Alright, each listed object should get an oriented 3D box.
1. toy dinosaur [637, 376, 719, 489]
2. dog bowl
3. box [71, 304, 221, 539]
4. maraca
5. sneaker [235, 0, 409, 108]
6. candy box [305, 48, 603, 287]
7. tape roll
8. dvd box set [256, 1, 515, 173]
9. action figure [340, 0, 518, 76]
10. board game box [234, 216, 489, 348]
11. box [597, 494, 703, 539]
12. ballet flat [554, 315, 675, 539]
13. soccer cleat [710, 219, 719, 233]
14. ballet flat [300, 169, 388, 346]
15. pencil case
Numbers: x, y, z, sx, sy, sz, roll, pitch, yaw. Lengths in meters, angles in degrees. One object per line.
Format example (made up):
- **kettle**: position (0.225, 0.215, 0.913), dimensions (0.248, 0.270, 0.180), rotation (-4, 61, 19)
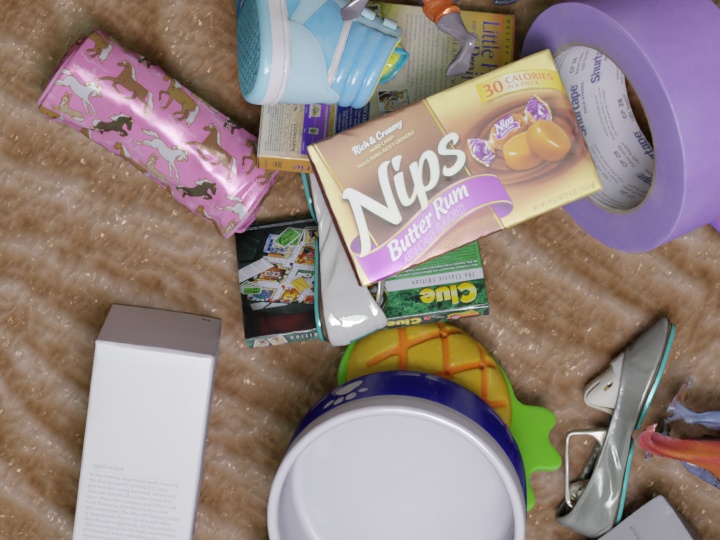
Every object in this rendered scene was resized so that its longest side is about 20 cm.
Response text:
- **toy dinosaur**: position (0.325, 0.178, 1.528), dimensions (0.181, 0.200, 0.105), rotation (33, 119, 17)
- **dog bowl**: position (0.031, 0.183, 1.442), dimensions (0.199, 0.079, 0.201), rotation (2, 110, 7)
- **box**: position (-0.175, 0.143, 1.513), dimensions (0.097, 0.124, 0.201), rotation (8, 102, -3)
- **maraca**: position (0.073, 0.117, 1.515), dimensions (0.200, 0.107, 0.137), rotation (37, 64, 3)
- **sneaker**: position (-0.027, -0.205, 1.438), dimensions (0.130, 0.080, 0.201), rotation (9, 60, -17)
- **candy box**: position (0.070, -0.078, 1.406), dimensions (0.199, 0.056, 0.117), rotation (-22, 93, -2)
- **tape roll**: position (0.213, -0.121, 1.420), dimensions (0.085, 0.200, 0.201), rotation (-22, 104, -26)
- **dvd box set**: position (0.021, -0.143, 1.469), dimensions (0.199, 0.029, 0.147), rotation (4, 71, -3)
- **action figure**: position (0.062, -0.248, 1.418), dimensions (0.199, 0.194, 0.105), rotation (14, 145, -23)
- **board game box**: position (0.000, 0.000, 1.509), dimensions (0.199, 0.023, 0.105), rotation (-7, 63, 1)
- **box**: position (0.239, 0.333, 1.516), dimensions (0.200, 0.199, 0.131), rotation (-38, 129, 6)
- **ballet flat**: position (0.209, 0.129, 1.554), dimensions (0.063, 0.067, 0.201), rotation (15, 101, 4)
- **soccer cleat**: position (0.323, -0.043, 1.513), dimensions (0.200, 0.073, 0.068), rotation (42, 98, -10)
- **ballet flat**: position (-0.011, -0.038, 1.478), dimensions (0.069, 0.069, 0.201), rotation (-7, 72, 0)
- **pencil case**: position (-0.157, -0.108, 1.479), dimensions (0.199, 0.087, 0.083), rotation (34, 80, -8)
